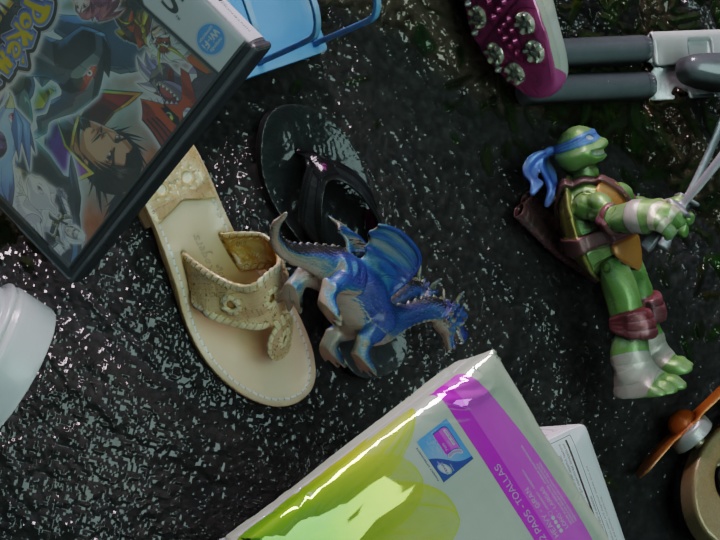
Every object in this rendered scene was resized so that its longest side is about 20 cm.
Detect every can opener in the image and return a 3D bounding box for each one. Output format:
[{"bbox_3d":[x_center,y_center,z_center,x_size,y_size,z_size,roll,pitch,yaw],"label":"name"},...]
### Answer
[{"bbox_3d":[0.208,-0.155,1.489,0.198,0.066,0.053,-5,86,-22],"label":"can opener"}]

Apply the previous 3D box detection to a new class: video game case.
[{"bbox_3d":[-0.178,-0.125,1.204,0.181,0.200,0.025,45,23,6],"label":"video game case"}]

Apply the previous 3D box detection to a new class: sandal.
[{"bbox_3d":[-0.009,-0.024,1.370,0.075,0.048,0.202,-26,98,-26],"label":"sandal"},{"bbox_3d":[-0.085,0.000,1.318,0.077,0.069,0.213,-34,100,-25],"label":"sandal"}]

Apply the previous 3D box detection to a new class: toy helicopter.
[{"bbox_3d":[0.286,0.118,1.507,0.131,0.079,0.202,23,64,-14],"label":"toy helicopter"}]

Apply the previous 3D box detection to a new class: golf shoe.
[{"bbox_3d":[0.110,-0.223,1.429,0.091,0.075,0.202,-22,86,-37],"label":"golf shoe"}]

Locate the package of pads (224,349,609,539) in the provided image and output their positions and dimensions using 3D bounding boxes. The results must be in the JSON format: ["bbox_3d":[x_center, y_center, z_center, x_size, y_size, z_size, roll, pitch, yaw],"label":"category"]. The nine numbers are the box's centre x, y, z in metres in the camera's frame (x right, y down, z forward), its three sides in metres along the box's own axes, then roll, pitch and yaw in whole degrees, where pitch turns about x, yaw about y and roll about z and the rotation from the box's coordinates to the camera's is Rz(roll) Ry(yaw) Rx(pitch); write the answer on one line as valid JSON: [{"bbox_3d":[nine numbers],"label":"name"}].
[{"bbox_3d":[0.038,0.166,1.154,0.199,0.068,0.155,-34,95,-25],"label":"package of pads"}]

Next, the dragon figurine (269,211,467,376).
[{"bbox_3d":[0.000,0.000,1.315,0.100,0.059,0.200,-55,130,-23],"label":"dragon figurine"}]

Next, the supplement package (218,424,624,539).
[{"bbox_3d":[0.044,0.206,1.296,0.199,0.191,0.148,-22,93,-27],"label":"supplement package"}]

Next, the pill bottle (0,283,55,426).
[{"bbox_3d":[-0.291,0.014,1.189,0.199,0.114,0.115,33,72,-21],"label":"pill bottle"}]

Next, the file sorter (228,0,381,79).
[{"bbox_3d":[-0.107,-0.191,1.297,0.199,0.122,0.140,-22,94,-26],"label":"file sorter"}]

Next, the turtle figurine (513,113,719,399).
[{"bbox_3d":[0.223,-0.017,1.431,0.198,0.144,0.196,-13,99,-15],"label":"turtle figurine"}]
